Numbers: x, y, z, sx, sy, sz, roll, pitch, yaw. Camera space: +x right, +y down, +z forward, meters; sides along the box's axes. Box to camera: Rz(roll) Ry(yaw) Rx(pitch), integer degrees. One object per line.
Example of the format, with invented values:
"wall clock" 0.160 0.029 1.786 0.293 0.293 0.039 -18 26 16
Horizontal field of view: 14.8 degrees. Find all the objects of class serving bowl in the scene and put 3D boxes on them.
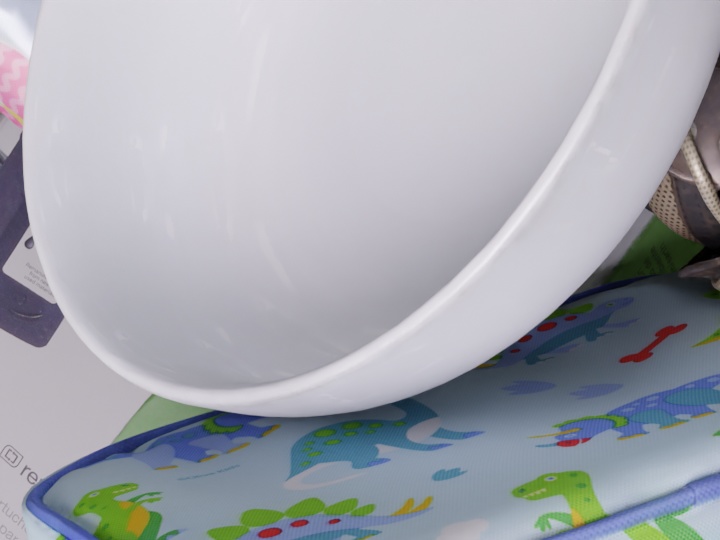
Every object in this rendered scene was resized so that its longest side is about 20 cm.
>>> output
"serving bowl" 0.012 -0.058 0.624 0.066 0.201 0.199 23 175 -41

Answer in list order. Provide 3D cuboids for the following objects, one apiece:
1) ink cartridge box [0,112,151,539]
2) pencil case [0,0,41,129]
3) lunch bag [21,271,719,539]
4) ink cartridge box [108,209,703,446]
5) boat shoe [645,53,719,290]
"ink cartridge box" -0.116 0.029 1.004 0.145 0.201 0.084 44 140 -17
"pencil case" -0.134 -0.116 0.899 0.200 0.083 0.091 42 175 -11
"lunch bag" 0.035 0.063 0.603 0.161 0.199 0.083 22 124 62
"ink cartridge box" 0.021 0.023 0.748 0.103 0.200 0.059 23 156 39
"boat shoe" 0.099 -0.023 0.628 0.200 0.073 0.075 32 146 57
